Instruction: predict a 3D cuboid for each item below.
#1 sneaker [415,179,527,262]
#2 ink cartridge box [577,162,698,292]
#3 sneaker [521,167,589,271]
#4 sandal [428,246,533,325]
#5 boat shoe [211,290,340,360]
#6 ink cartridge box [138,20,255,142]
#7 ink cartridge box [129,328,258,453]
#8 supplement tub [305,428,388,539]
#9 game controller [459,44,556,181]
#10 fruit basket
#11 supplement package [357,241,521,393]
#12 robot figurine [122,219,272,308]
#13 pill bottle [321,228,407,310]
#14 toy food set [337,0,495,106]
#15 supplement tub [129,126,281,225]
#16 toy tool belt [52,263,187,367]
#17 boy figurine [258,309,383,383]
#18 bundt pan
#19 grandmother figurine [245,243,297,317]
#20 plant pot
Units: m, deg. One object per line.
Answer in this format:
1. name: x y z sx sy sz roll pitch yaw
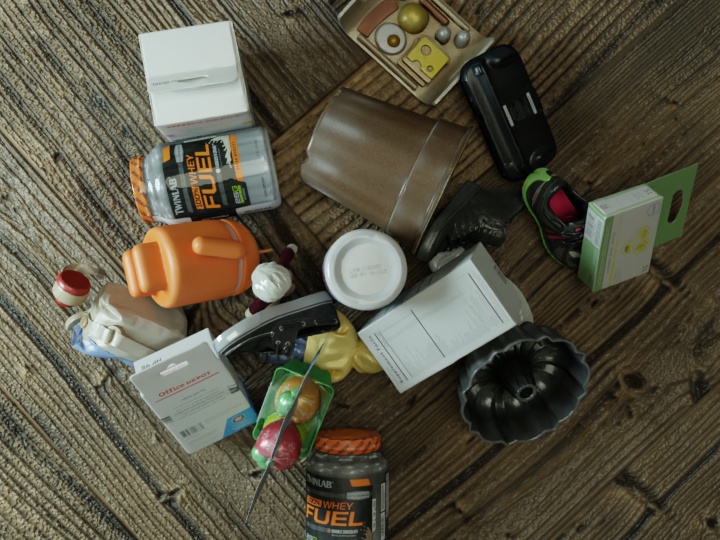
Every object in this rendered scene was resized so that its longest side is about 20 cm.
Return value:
1. sneaker: 0.173 -0.066 1.184 0.104 0.060 0.200 33 58 8
2. ink cartridge box: 0.423 -0.063 1.178 0.200 0.048 0.146 -18 133 -14
3. sneaker: 0.313 -0.065 1.189 0.077 0.084 0.200 -46 119 -5
4. sandal: 0.185 0.033 1.215 0.203 0.050 0.082 46 69 -1
5. boat shoe: -0.108 0.087 1.091 0.200 0.070 0.066 -18 73 -44
6. ink cartridge box: -0.223 -0.258 1.108 0.128 0.200 0.125 -11 90 -5
7. ink cartridge box: -0.234 0.159 1.109 0.116 0.067 0.200 -25 136 -5
8. supplement tub: -0.019 0.338 1.155 0.122 0.123 0.200 0 89 -5
9. game controller: 0.229 -0.240 1.212 0.104 0.042 0.200 -31 106 -18
10. fruit basket: -0.109 0.213 1.084 0.094 0.200 0.185 24 115 6
11. supplement package: 0.115 0.067 1.139 0.200 0.110 0.114 -34 94 21
12. robot figurine: -0.227 -0.012 1.116 0.200 0.144 0.117 -11 47 -37
13. pill bottle: 0.000 0.000 1.122 0.109 0.200 0.109 0 89 -5
14. toy food set: 0.085 -0.366 1.204 0.200 0.060 0.144 42 86 -3
15. supplement tub: -0.221 -0.133 1.145 0.200 0.123 0.123 -12 90 -4
16. toy tool belt: -0.355 0.087 1.129 0.200 0.125 0.123 24 116 -25
17. boy figurine: -0.050 0.111 1.185 0.200 0.064 0.125 6 92 -6
18. bundt pan: 0.230 0.158 1.171 0.202 0.076 0.202 -8 123 -12
19. grandmother figurine: -0.120 0.017 1.112 0.061 0.200 0.121 21 88 -5
20. plant pot: 0.033 -0.156 1.140 0.198 0.200 0.200 26 87 3
